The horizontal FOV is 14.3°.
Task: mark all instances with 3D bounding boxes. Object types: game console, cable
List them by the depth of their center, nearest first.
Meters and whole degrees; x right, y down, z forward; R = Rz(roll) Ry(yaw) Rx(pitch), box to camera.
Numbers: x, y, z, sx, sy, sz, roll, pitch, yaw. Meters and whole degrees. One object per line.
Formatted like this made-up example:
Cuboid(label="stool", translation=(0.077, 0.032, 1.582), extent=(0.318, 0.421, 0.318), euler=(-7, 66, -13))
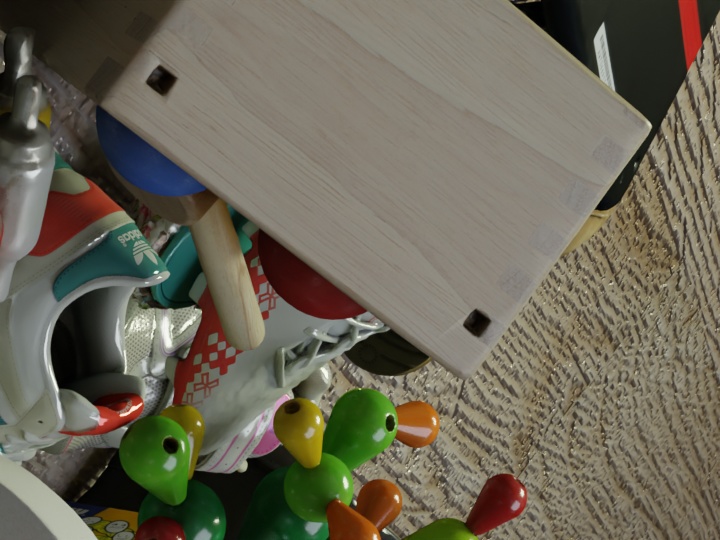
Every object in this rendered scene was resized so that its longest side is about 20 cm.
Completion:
Cuboid(label="cable", translation=(-0.122, 0.026, 0.893), extent=(0.097, 0.050, 0.200), euler=(-75, 172, -48))
Cuboid(label="game console", translation=(0.115, -0.141, 1.131), extent=(0.177, 0.031, 0.200), euler=(-60, 157, -20))

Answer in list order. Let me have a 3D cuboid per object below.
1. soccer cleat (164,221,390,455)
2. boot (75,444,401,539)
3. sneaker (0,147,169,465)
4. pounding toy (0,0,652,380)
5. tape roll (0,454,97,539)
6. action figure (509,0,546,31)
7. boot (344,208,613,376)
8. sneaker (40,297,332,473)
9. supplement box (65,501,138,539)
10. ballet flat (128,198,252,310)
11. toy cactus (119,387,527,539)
Cuboid(label="soccer cleat", translation=(0.000, 0.000, 1.141), extent=(0.200, 0.085, 0.069), euler=(-53, 160, -1))
Cuboid(label="boot", translation=(-0.086, 0.167, 1.318), extent=(0.200, 0.165, 0.066), euler=(-52, 152, -5))
Cuboid(label="sneaker", translation=(-0.136, 0.050, 1.081), extent=(0.070, 0.093, 0.200), euler=(-23, 145, -58))
Cuboid(label="pounding toy", translation=(-0.030, -0.049, 0.950), extent=(0.184, 0.200, 0.142), euler=(37, 89, -28))
Cuboid(label="tape roll", translation=(-0.171, 0.155, 1.014), extent=(0.203, 0.203, 0.037), euler=(-56, 167, 9))
Cuboid(label="action figure", translation=(0.083, -0.141, 1.230), extent=(0.200, 0.102, 0.119), euler=(66, 44, -85))
Cuboid(label="boot", translation=(0.077, -0.020, 1.543), extent=(0.175, 0.066, 0.200), euler=(-56, 163, 10))
Cuboid(label="sneaker", translation=(-0.073, 0.044, 1.238), extent=(0.200, 0.088, 0.082), euler=(-20, 143, -60))
Cuboid(label="supplement box", translation=(-0.158, 0.181, 1.183), extent=(0.200, 0.109, 0.110), euler=(-29, 119, -54))
Cuboid(label="ballet flat", translation=(-0.051, -0.031, 1.195), extent=(0.200, 0.064, 0.076), euler=(-19, 140, -57))
Cuboid(label="toy cactus", translation=(-0.033, 0.117, 1.134), extent=(0.165, 0.102, 0.200), euler=(-48, 149, 20))
